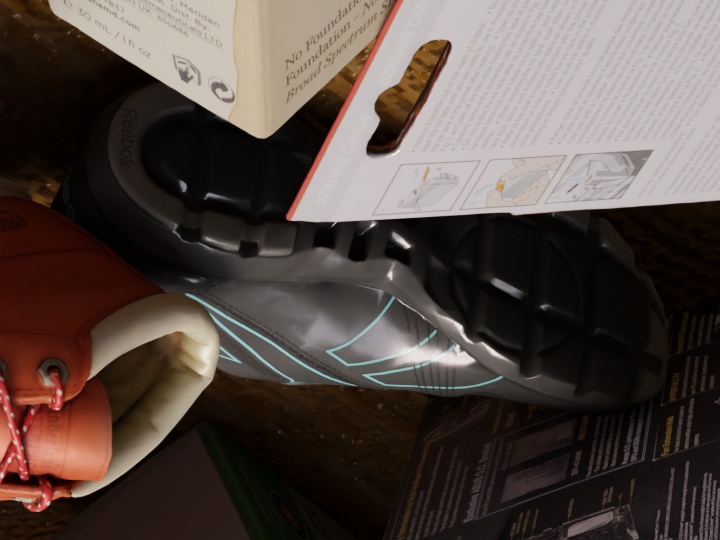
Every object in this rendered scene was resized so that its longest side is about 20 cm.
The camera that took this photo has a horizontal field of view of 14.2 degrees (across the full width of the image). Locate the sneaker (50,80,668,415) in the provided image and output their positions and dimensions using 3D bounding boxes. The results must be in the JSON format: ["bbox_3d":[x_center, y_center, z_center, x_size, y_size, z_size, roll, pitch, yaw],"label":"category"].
[{"bbox_3d":[0.000,0.000,0.873,0.200,0.076,0.079,21,145,-20],"label":"sneaker"}]

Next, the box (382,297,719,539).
[{"bbox_3d":[0.086,0.075,0.877,0.157,0.200,0.050,-20,108,16],"label":"box"}]

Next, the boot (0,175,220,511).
[{"bbox_3d":[-0.123,0.031,0.752,0.200,0.107,0.075,-29,139,-50],"label":"boot"}]

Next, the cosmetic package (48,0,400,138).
[{"bbox_3d":[-0.020,-0.137,0.637,0.073,0.104,0.200,32,151,21],"label":"cosmetic package"}]

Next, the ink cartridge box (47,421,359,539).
[{"bbox_3d":[-0.005,0.164,1.005,0.083,0.147,0.200,-39,137,9],"label":"ink cartridge box"}]

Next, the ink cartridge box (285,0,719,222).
[{"bbox_3d":[0.079,-0.067,0.767,0.200,0.050,0.109,-4,145,-27],"label":"ink cartridge box"}]
